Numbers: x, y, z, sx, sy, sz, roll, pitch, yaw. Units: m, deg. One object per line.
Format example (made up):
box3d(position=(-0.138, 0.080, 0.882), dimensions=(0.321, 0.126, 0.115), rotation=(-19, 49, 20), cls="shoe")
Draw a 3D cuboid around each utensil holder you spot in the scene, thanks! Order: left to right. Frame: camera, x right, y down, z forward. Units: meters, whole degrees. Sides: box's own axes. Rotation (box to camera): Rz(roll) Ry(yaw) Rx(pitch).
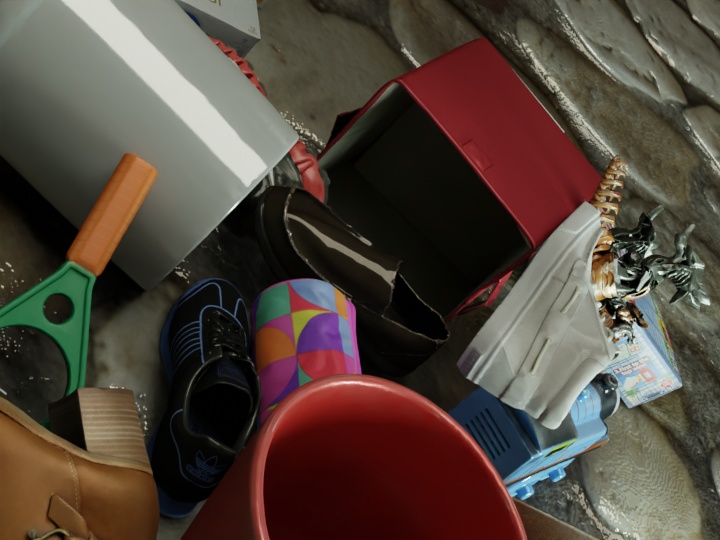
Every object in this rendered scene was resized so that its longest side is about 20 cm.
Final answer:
box3d(position=(-0.166, -0.110, 0.937), dimensions=(0.200, 0.170, 0.170), rotation=(46, 35, -8), cls="utensil holder")

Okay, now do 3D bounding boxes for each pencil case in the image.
box3d(position=(-0.031, 0.103, 0.947), dimensions=(0.088, 0.088, 0.201), rotation=(19, 45, -34), cls="pencil case")

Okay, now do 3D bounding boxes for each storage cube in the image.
box3d(position=(0.071, -0.069, 1.143), dimensions=(0.200, 0.171, 0.180), rotation=(50, 35, 4), cls="storage cube")

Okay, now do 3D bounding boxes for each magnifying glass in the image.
box3d(position=(-0.184, 0.017, 0.826), dimensions=(0.079, 0.022, 0.201), rotation=(33, 75, -18), cls="magnifying glass")

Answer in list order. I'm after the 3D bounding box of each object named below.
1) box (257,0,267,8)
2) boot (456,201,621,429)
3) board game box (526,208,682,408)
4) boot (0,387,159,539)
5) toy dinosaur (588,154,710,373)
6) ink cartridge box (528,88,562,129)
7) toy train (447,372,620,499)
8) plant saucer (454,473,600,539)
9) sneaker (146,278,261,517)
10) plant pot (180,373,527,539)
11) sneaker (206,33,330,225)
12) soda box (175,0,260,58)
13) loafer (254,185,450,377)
box3d(position=(-0.090, -0.347, 1.210), dimensions=(0.112, 0.200, 0.102), rotation=(1, 56, -48), cls="box")
box3d(position=(0.158, 0.036, 1.019), dimensions=(0.095, 0.074, 0.200), rotation=(36, 55, 7), cls="boot")
box3d(position=(0.222, -0.002, 1.286), dimensions=(0.200, 0.061, 0.201), rotation=(42, 30, -43), cls="board game box")
box3d(position=(-0.202, 0.146, 0.739), dimensions=(0.198, 0.074, 0.156), rotation=(-1, 71, -28), cls="boot")
box3d(position=(0.215, 0.005, 1.129), dimensions=(0.135, 0.201, 0.103), rotation=(-14, 53, -21), cls="toy dinosaur")
box3d(position=(0.133, -0.154, 1.379), dimensions=(0.116, 0.067, 0.200), rotation=(50, 35, 5), cls="ink cartridge box")
box3d(position=(0.136, 0.128, 1.073), dimensions=(0.199, 0.114, 0.087), rotation=(-8, 63, -49), cls="toy train")
box3d(position=(0.100, 0.174, 0.903), dimensions=(0.199, 0.200, 0.035), rotation=(29, 80, -25), cls="plant saucer")
box3d(position=(-0.097, 0.071, 0.911), dimensions=(0.070, 0.078, 0.201), rotation=(30, 39, -24), cls="sneaker")
box3d(position=(-0.025, 0.189, 0.783), dimensions=(0.199, 0.177, 0.202), rotation=(24, 44, -25), cls="plant pot")
box3d(position=(-0.113, -0.114, 1.075), dimensions=(0.098, 0.071, 0.201), rotation=(-21, 69, -46), cls="sneaker")
box3d(position=(-0.184, -0.237, 1.125), dimensions=(0.199, 0.064, 0.069), rotation=(23, 42, -33), cls="soda box")
box3d(position=(0.000, 0.000, 1.033), dimensions=(0.200, 0.071, 0.073), rotation=(43, 43, -28), cls="loafer")
